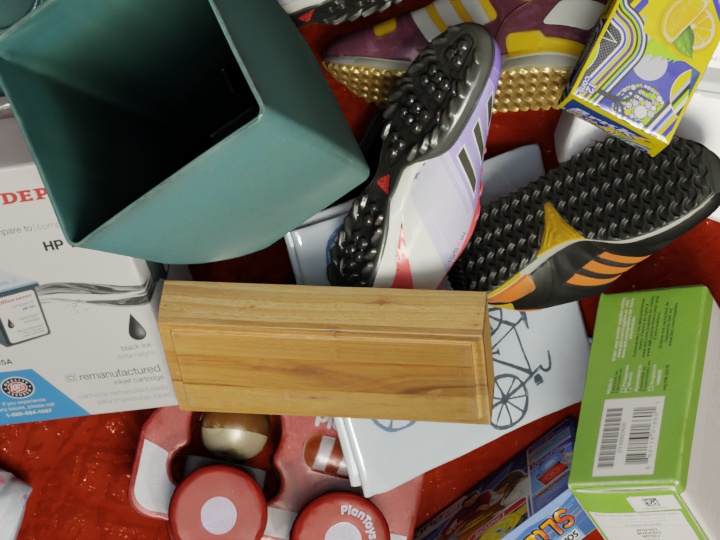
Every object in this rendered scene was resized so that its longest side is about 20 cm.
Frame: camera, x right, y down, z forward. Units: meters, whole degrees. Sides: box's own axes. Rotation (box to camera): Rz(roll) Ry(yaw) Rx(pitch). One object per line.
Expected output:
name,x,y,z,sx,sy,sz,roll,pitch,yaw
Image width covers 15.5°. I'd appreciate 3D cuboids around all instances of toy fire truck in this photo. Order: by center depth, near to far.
toy fire truck,-0.048,0.122,1.769,0.199,0.112,0.169,13,82,-3

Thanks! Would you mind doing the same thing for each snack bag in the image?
snack bag,0.058,0.025,1.731,0.199,0.021,0.190,-22,103,-23

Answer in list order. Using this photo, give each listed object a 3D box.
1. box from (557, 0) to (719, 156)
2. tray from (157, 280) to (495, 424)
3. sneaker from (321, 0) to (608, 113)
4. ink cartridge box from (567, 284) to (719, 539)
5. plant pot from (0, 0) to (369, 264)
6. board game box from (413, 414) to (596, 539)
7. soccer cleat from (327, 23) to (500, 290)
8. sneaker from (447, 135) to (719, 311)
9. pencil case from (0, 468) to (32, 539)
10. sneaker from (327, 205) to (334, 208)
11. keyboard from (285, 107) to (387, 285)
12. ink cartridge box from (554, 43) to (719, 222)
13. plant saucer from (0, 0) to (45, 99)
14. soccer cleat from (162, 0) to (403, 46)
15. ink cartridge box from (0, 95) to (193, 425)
box,0.194,-0.175,1.583,0.070,0.064,0.201,27,85,-2
tray,-0.019,0.052,1.637,0.199,0.037,0.099,1,144,8
sneaker,0.070,-0.152,1.686,0.199,0.075,0.091,3,70,30
ink cartridge box,0.212,0.127,1.709,0.075,0.148,0.200,-5,144,26
plant pot,-0.088,-0.090,1.564,0.141,0.200,0.142,-34,67,19
board game box,0.073,0.187,1.759,0.200,0.135,0.035,-38,101,12
soccer cleat,0.048,-0.060,1.637,0.073,0.068,0.201,9,115,-33
sneaker,0.154,-0.027,1.669,0.199,0.090,0.070,-23,63,31
pencil case,-0.320,0.144,1.784,0.199,0.083,0.091,29,116,-7
sneaker,-0.091,-0.106,1.710,0.199,0.075,0.115,26,108,-2
keyboard,0.000,0.000,1.739,0.104,0.040,0.201,31,85,-29
ink cartridge box,0.223,-0.142,1.687,0.144,0.084,0.201,19,106,-3
plant saucer,-0.227,-0.183,1.685,0.199,0.027,0.202,3,98,18
soccer cleat,-0.058,-0.183,1.658,0.199,0.068,0.073,-20,73,-24
ink cartridge box,-0.197,-0.008,1.695,0.146,0.086,0.201,-8,127,16
